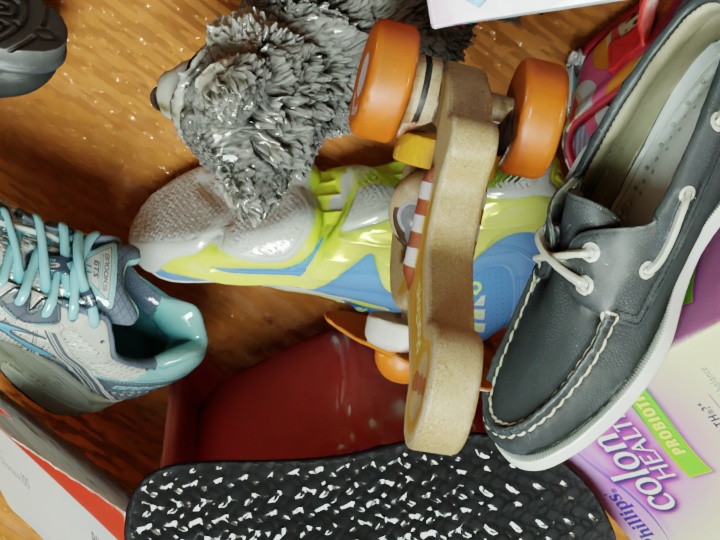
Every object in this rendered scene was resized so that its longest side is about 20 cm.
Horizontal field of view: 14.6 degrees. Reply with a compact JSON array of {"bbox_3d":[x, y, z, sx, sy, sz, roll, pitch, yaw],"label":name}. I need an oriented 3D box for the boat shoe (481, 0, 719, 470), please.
[{"bbox_3d":[0.100,-0.018,1.091,0.060,0.075,0.201,34,86,-41],"label":"boat shoe"}]

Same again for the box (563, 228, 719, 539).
[{"bbox_3d":[0.202,0.052,1.140,0.199,0.097,0.176,-30,114,29],"label":"box"}]

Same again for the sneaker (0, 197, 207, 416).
[{"bbox_3d":[-0.140,-0.002,1.201,0.086,0.078,0.200,-9,154,34],"label":"sneaker"}]

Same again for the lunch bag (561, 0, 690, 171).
[{"bbox_3d":[0.184,-0.075,1.165,0.200,0.082,0.176,-34,111,26],"label":"lunch bag"}]

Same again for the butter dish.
[{"bbox_3d":[0.019,0.102,1.245,0.148,0.200,0.200,-37,109,15],"label":"butter dish"}]

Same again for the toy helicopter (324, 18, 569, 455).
[{"bbox_3d":[0.026,0.005,1.066,0.078,0.200,0.133,14,124,-9],"label":"toy helicopter"}]

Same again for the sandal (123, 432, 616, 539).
[{"bbox_3d":[0.005,0.102,1.140,0.199,0.045,0.076,1,87,6],"label":"sandal"}]

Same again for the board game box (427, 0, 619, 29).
[{"bbox_3d":[0.110,-0.206,1.074,0.198,0.043,0.201,-8,97,12],"label":"board game box"}]

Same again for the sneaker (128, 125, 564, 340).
[{"bbox_3d":[0.000,0.000,1.245,0.199,0.076,0.105,-6,128,19],"label":"sneaker"}]

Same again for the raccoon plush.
[{"bbox_3d":[0.010,-0.100,1.143,0.199,0.134,0.097,-23,116,21],"label":"raccoon plush"}]

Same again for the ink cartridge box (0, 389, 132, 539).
[{"bbox_3d":[-0.131,0.110,1.260,0.047,0.160,0.200,-51,126,-3],"label":"ink cartridge box"}]

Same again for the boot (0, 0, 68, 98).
[{"bbox_3d":[-0.217,-0.039,1.257,0.164,0.066,0.201,14,121,7],"label":"boot"}]
